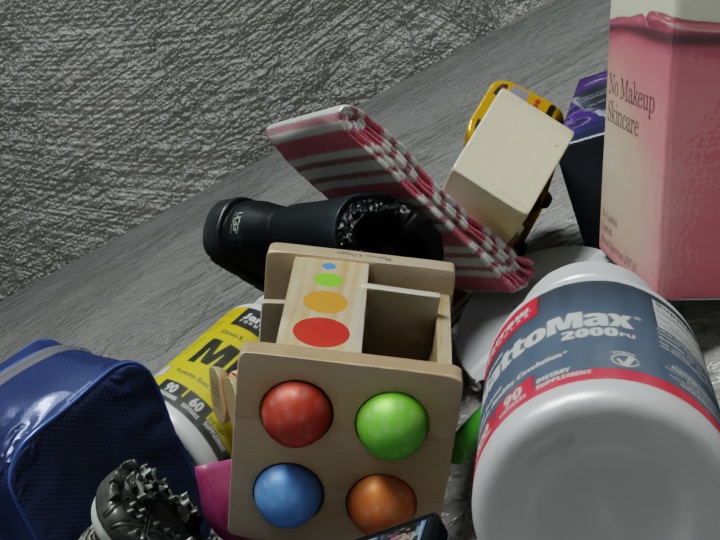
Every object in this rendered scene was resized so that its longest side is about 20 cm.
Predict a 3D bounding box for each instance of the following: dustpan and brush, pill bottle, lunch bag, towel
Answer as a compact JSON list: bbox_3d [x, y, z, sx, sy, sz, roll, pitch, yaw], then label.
[{"bbox_3d":[0.120,0.030,0.870,0.139,0.057,0.200,-42,21,-3],"label":"dustpan and brush"},{"bbox_3d":[-0.102,0.101,0.931,0.113,0.115,0.200,-16,21,46],"label":"pill bottle"},{"bbox_3d":[-0.211,0.158,0.811,0.131,0.203,0.135,11,37,42],"label":"lunch bag"},{"bbox_3d":[0.120,0.072,0.560,0.118,0.121,0.200,-26,14,17],"label":"pill bottle"},{"bbox_3d":[0.026,-0.052,0.825,0.030,0.200,0.146,-54,22,-15],"label":"towel"}]

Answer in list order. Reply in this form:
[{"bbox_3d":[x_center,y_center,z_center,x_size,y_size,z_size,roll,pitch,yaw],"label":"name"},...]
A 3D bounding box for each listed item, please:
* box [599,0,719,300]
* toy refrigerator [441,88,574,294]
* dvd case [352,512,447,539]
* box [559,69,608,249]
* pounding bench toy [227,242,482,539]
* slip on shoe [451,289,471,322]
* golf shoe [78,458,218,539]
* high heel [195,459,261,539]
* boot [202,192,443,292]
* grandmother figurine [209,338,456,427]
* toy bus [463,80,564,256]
[{"bbox_3d":[0.223,-0.096,0.700,0.107,0.204,0.128,-2,16,-4],"label":"box"},{"bbox_3d":[0.100,-0.052,0.858,0.077,0.069,0.200,-57,-4,-18],"label":"toy refrigerator"},{"bbox_3d":[-0.054,0.196,0.547,0.198,0.018,0.143,-26,14,24],"label":"dvd case"},{"bbox_3d":[0.249,-0.102,0.888,0.146,0.106,0.200,-15,19,22],"label":"box"},{"bbox_3d":[0.028,0.083,0.669,0.196,0.126,0.157,6,26,-1],"label":"pounding bench toy"},{"bbox_3d":[0.050,0.029,0.979,0.199,0.062,0.074,-40,18,-28],"label":"slip on shoe"},{"bbox_3d":[-0.136,0.174,0.649,0.094,0.078,0.201,-31,-20,-9],"label":"golf shoe"},{"bbox_3d":[-0.054,0.126,0.779,0.067,0.097,0.200,-22,16,30],"label":"high heel"},{"bbox_3d":[0.000,0.000,0.826,0.166,0.199,0.078,5,72,44],"label":"boot"},{"bbox_3d":[-0.015,0.077,0.852,0.197,0.062,0.121,-12,21,-24],"label":"grandmother figurine"},{"bbox_3d":[0.130,-0.081,0.969,0.066,0.077,0.200,-59,-11,-16],"label":"toy bus"}]
